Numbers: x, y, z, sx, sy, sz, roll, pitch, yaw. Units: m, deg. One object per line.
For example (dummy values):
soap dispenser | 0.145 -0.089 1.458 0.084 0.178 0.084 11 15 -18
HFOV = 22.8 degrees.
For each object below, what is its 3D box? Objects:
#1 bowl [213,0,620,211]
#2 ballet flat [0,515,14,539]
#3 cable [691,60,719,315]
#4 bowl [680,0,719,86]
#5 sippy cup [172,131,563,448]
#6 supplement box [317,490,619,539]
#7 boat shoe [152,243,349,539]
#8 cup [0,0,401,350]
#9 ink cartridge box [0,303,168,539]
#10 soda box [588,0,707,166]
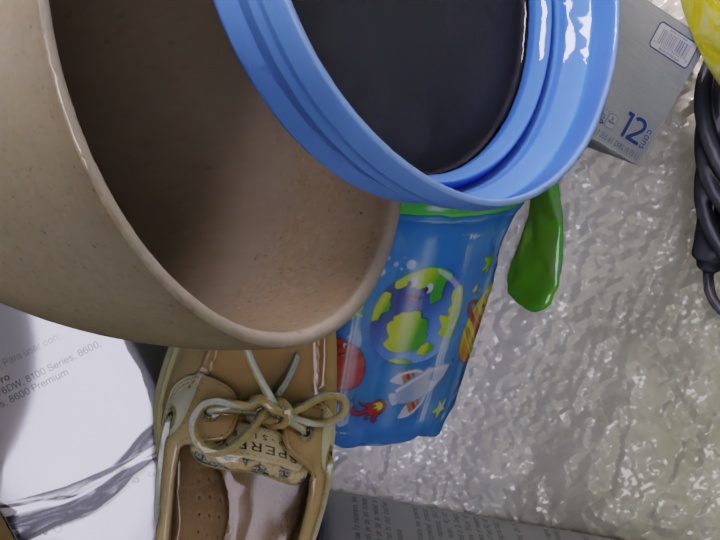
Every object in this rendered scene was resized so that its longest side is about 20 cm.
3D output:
bowl | 0.020 -0.119 0.627 0.039 0.200 0.202 -10 105 41
ballet flat | -0.199 0.047 0.809 0.063 0.069 0.201 -26 105 -25
cable | 0.244 -0.054 0.805 0.199 0.051 0.164 -4 94 -5
bowl | 0.238 -0.140 0.719 0.199 0.108 0.202 2 83 -14
sippy cup | 0.000 0.000 0.762 0.177 0.140 0.131 8 108 2
supplement box | 0.070 0.178 0.815 0.199 0.103 0.102 11 102 -5
boat shoe | -0.044 0.091 0.671 0.073 0.063 0.201 8 92 -16
cup | -0.095 -0.062 0.623 0.143 0.200 0.201 -12 104 32
ink cartridge box | -0.102 0.082 0.768 0.084 0.145 0.201 -26 102 2
soda box | 0.043 -0.119 0.742 0.199 0.068 0.064 28 93 -23
